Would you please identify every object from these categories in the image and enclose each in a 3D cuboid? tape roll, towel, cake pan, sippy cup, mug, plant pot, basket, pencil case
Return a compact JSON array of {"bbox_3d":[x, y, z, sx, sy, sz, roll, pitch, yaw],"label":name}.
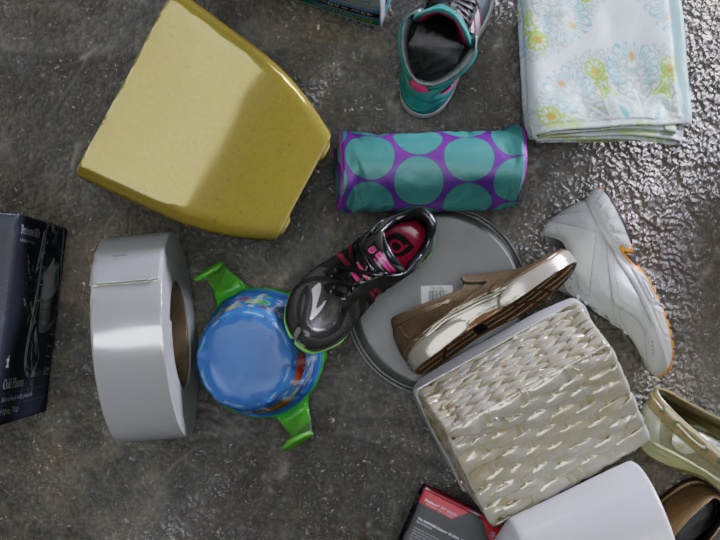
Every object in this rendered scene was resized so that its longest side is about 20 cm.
[{"bbox_3d":[-0.209,0.065,1.234,0.070,0.202,0.206,-4,88,2],"label":"tape roll"},{"bbox_3d":[0.249,-0.226,1.293,0.168,0.048,0.204,0,75,-4],"label":"towel"},{"bbox_3d":[0.081,0.031,1.311,0.197,0.037,0.204,0,88,2],"label":"cake pan"},{"bbox_3d":[-0.107,0.085,1.263,0.176,0.130,0.141,26,91,4],"label":"sippy cup"},{"bbox_3d":[0.212,0.288,1.170,0.151,0.150,0.188,-15,52,-4],"label":"mug"},{"bbox_3d":[-0.139,-0.129,1.252,0.198,0.194,0.198,28,89,-4],"label":"plant pot"},{"bbox_3d":[0.170,0.142,1.243,0.198,0.124,0.137,-28,110,0],"label":"basket"},{"bbox_3d":[0.070,-0.104,1.292,0.196,0.093,0.086,-1,121,-2],"label":"pencil case"}]

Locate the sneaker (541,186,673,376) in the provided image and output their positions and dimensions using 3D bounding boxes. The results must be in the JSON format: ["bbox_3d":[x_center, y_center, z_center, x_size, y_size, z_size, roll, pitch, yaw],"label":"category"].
[{"bbox_3d":[0.254,0.023,1.297,0.091,0.076,0.202,-25,80,8],"label":"sneaker"}]

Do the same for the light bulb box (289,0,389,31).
[{"bbox_3d":[-0.053,-0.342,1.247,0.195,0.200,0.127,17,90,2],"label":"light bulb box"}]

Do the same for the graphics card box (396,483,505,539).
[{"bbox_3d":[0.078,0.338,1.292,0.124,0.051,0.202,24,87,2],"label":"graphics card box"}]

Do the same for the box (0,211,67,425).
[{"bbox_3d":[-0.379,0.043,1.239,0.122,0.200,0.200,5,88,0],"label":"box"}]

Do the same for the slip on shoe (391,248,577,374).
[{"bbox_3d":[0.122,0.027,1.260,0.199,0.076,0.061,-33,70,4],"label":"slip on shoe"}]

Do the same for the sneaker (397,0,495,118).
[{"bbox_3d":[0.090,-0.261,1.280,0.082,0.121,0.203,19,88,2],"label":"sneaker"}]

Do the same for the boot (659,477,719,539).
[{"bbox_3d":[0.290,0.291,1.278,0.200,0.075,0.074,-44,91,1],"label":"boot"}]

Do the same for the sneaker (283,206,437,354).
[{"bbox_3d":[0.000,0.000,1.227,0.077,0.084,0.200,44,66,5],"label":"sneaker"}]

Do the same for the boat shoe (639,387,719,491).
[{"bbox_3d":[0.377,0.182,1.274,0.198,0.073,0.064,25,126,8],"label":"boat shoe"}]
